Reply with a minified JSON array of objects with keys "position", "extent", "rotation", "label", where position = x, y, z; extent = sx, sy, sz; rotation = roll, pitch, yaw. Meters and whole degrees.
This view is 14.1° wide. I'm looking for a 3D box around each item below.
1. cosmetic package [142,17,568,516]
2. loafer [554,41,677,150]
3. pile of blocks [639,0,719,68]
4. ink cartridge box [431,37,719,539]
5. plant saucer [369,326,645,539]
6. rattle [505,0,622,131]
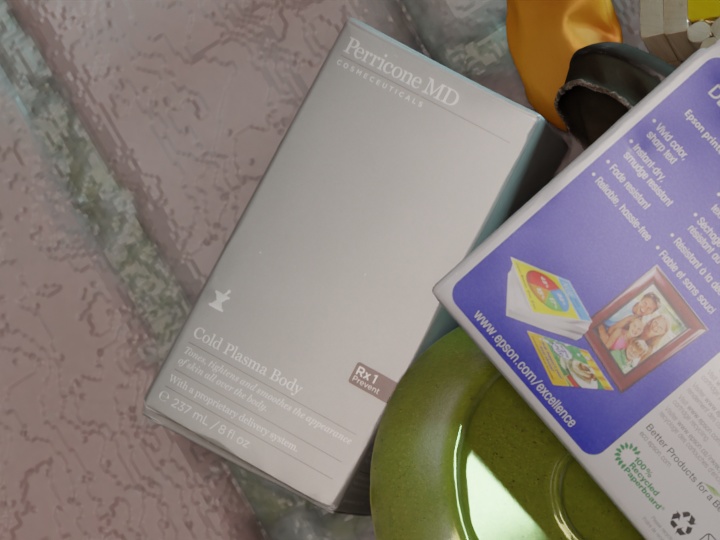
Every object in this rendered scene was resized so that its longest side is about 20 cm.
[{"position":[0.000,0.000,1.312],"extent":[0.107,0.090,0.200],"rotation":[26,92,14],"label":"cosmetic package"},{"position":[0.142,-0.010,1.267],"extent":[0.071,0.073,0.200],"rotation":[-32,80,-20],"label":"loafer"},{"position":[0.200,-0.077,1.281],"extent":[0.082,0.062,0.200],"rotation":[-41,53,-2],"label":"pile of blocks"},{"position":[0.167,0.017,1.204],"extent":[0.200,0.047,0.198],"rotation":[-41,86,12],"label":"ink cartridge box"},{"position":[0.101,0.103,1.251],"extent":[0.200,0.031,0.200],"rotation":[11,62,-20],"label":"plant saucer"},{"position":[0.050,-0.152,1.261],"extent":[0.130,0.200,0.143],"rotation":[11,86,11],"label":"rattle"}]
